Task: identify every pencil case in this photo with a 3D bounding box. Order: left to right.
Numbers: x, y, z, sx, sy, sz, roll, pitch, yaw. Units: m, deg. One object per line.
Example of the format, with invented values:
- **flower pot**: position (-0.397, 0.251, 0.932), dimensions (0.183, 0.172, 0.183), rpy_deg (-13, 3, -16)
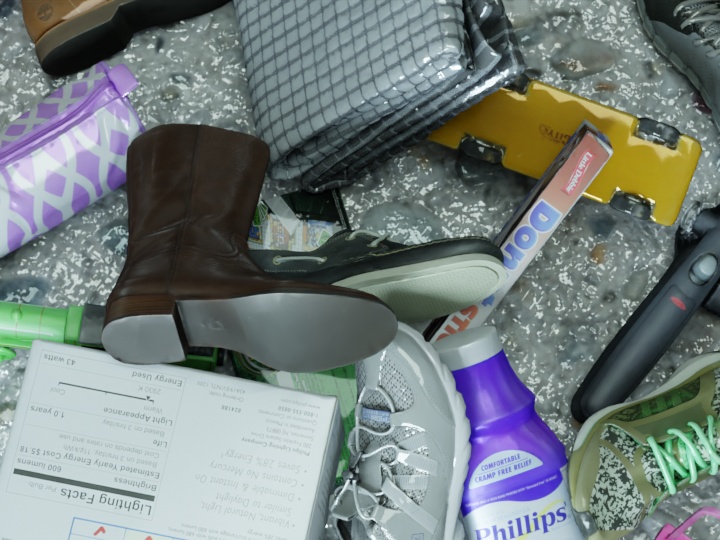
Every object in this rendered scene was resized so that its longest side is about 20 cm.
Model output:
- **pencil case**: position (-0.233, -0.061, 1.500), dimensions (0.200, 0.086, 0.084), rpy_deg (-33, 58, -15)

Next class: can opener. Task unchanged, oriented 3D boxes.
- **can opener**: position (0.210, 0.025, 1.515), dimensions (0.079, 0.063, 0.200), rpy_deg (41, 74, 9)

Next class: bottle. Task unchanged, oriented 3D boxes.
- **bottle**: position (0.094, 0.136, 1.433), dimensions (0.083, 0.065, 0.200), rpy_deg (-18, 99, 0)

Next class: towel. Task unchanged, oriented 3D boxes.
- **towel**: position (0.010, -0.163, 1.495), dimensions (0.085, 0.200, 0.166), rpy_deg (17, 54, -41)

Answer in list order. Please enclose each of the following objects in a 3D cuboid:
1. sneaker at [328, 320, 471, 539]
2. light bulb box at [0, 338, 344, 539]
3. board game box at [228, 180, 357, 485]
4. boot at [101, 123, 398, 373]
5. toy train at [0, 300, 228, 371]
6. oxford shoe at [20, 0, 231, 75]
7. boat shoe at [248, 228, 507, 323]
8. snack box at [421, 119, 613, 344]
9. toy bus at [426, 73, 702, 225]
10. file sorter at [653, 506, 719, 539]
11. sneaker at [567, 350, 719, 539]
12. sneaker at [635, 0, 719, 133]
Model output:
- **sneaker**: position (0.019, 0.130, 1.389), dimensions (0.082, 0.075, 0.201), rpy_deg (-11, 96, -37)
- **light bulb box**: position (-0.124, 0.167, 1.401), dimensions (0.198, 0.125, 0.200), rpy_deg (11, 74, 6)
- **board game box**: position (-0.037, 0.046, 1.512), dimensions (0.105, 0.023, 0.200), rpy_deg (-14, 74, -9)
- **boot**: position (-0.066, -0.025, 1.422), dimensions (0.186, 0.064, 0.200), rpy_deg (1, 39, 3)
- **toy train**: position (-0.186, 0.041, 1.486), dimensions (0.199, 0.056, 0.042), rpy_deg (6, 72, -2)
- **oxford shoe**: position (-0.142, -0.209, 1.565), dimensions (0.200, 0.071, 0.071), rpy_deg (-23, 70, -10)
- **boat shoe**: position (0.000, 0.000, 1.445), dimensions (0.200, 0.072, 0.068), rpy_deg (-11, 62, 29)
- **snack box**: position (0.095, -0.009, 1.470), dimensions (0.024, 0.072, 0.200), rpy_deg (36, 100, -2)
- **toy bus**: position (0.127, -0.092, 1.534), dimensions (0.200, 0.078, 0.065), rpy_deg (20, 94, 3)
- **file sorter**: position (0.202, 0.266, 1.403), dimensions (0.139, 0.125, 0.200), rpy_deg (36, 73, 7)
- **sneaker**: position (0.209, 0.106, 1.438), dimensions (0.200, 0.089, 0.077), rpy_deg (-35, 104, -36)
- **sneaker**: position (0.262, -0.157, 1.549), dimensions (0.075, 0.116, 0.200), rpy_deg (-27, 76, -12)
